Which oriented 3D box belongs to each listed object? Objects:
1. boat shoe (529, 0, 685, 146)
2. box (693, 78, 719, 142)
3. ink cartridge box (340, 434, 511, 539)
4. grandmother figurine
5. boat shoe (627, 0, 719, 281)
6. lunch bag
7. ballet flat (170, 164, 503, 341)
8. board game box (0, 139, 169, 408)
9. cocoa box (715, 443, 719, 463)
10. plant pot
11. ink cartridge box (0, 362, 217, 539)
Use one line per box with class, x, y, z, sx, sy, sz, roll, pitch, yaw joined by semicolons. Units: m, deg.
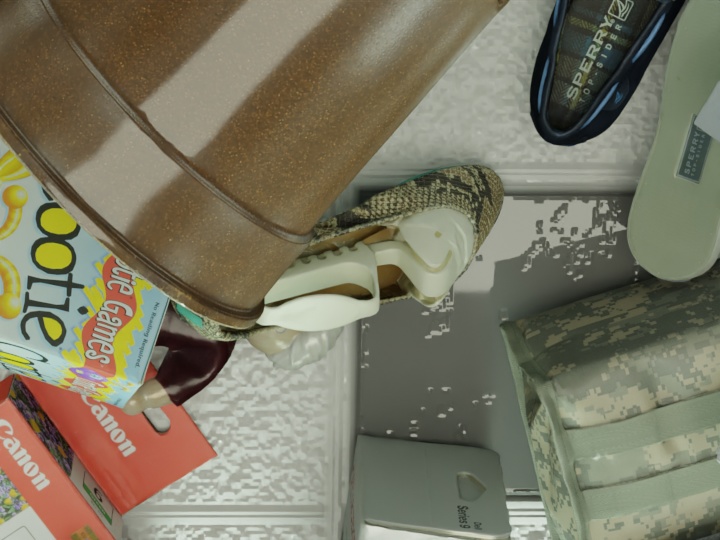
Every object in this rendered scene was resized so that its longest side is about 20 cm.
boat shoe;0.147;-0.154;1.461;0.084;0.069;0.200;16;102;5
box;0.270;-0.119;1.426;0.041;0.200;0.156;40;108;32
ink cartridge box;0.026;0.207;1.525;0.087;0.145;0.200;9;106;-4
grandmother figurine;-0.108;0.019;1.508;0.200;0.061;0.121;8;97;-6
boat shoe;0.198;-0.091;1.485;0.070;0.072;0.201;26;114;16
lunch bag;0.180;0.110;1.521;0.164;0.118;0.200;-17;112;-4
ballet flat;0.000;0.000;1.471;0.200;0.075;0.068;-17;122;-20
board game box;-0.196;-0.013;1.416;0.200;0.105;0.103;18;78;-6
cocoa box;0.305;0.105;1.432;0.200;0.131;0.133;45;65;-37
plant pot;-0.049;-0.111;1.276;0.198;0.200;0.200;-43;103;12
ink cartridge box;-0.190;0.123;1.540;0.200;0.050;0.109;-33;104;7
